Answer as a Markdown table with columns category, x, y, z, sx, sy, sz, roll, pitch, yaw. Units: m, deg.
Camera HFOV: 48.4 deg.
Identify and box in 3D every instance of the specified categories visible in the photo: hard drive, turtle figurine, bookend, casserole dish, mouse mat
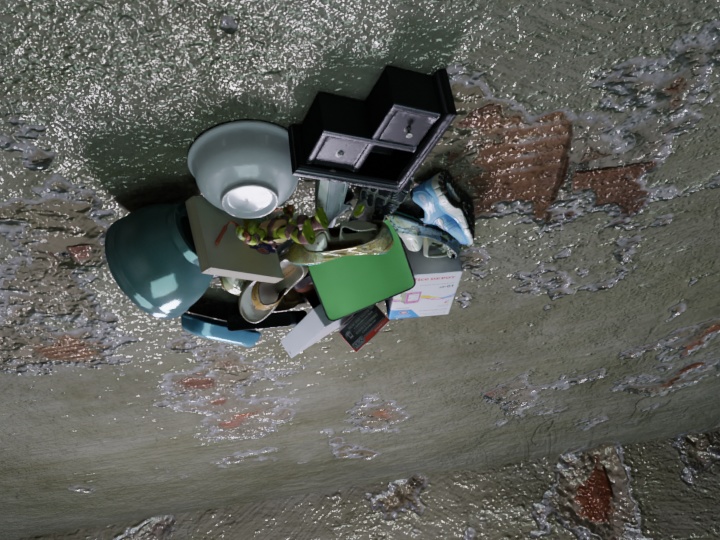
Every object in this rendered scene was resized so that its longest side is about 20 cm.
| category | x | y | z | sx | sy | sz | roll | pitch | yaw |
| --- | --- | --- | --- | --- | --- | --- | --- | --- | --- |
| hard drive | -0.200 | 0.109 | 1.752 | 0.137 | 0.034 | 0.200 | -5 | 177 | 6 |
| turtle figurine | -0.146 | -0.069 | 1.389 | 0.159 | 0.066 | 0.199 | 0 | -162 | 30 |
| bookend | 0.014 | -0.228 | 1.245 | 0.196 | 0.093 | 0.200 | 7 | 147 | -25 |
| casserole dish | -0.315 | 0.135 | 1.793 | 0.198 | 0.039 | 0.120 | 18 | 177 | -39 |
| mouse mat | 0.000 | 0.000 | 1.595 | 0.197 | 0.008 | 0.163 | -22 | 111 | -2 |

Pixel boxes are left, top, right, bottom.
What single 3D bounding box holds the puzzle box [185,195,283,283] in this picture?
| category | x | y | z | sx | sy | sz | roll | pitch | yaw |
| --- | --- | --- | --- | --- | --- | --- | --- | --- | --- |
| puzzle box | -0.218 | -0.050 | 1.411 | 0.025 | 0.135 | 0.199 | -26 | 160 | 27 |

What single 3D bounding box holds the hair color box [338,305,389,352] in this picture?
| category | x | y | z | sx | sy | sz | roll | pitch | yaw |
| --- | --- | --- | --- | --- | --- | --- | --- | --- | --- |
| hair color box | 0.007 | 0.120 | 1.770 | 0.101 | 0.061 | 0.200 | -43 | 179 | 0 |

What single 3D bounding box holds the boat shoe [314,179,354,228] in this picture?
| category | x | y | z | sx | sy | sz | roll | pitch | yaw |
| --- | --- | --- | --- | --- | --- | --- | --- | --- | --- |
| boat shoe | -0.045 | -0.128 | 1.431 | 0.070 | 0.071 | 0.202 | -3 | 149 | -7 |

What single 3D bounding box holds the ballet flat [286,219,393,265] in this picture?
| category | x | y | z | sx | sy | sz | roll | pitch | yaw |
| --- | --- | --- | --- | --- | --- | --- | --- | --- | --- |
| ballet flat | -0.041 | -0.056 | 1.416 | 0.196 | 0.072 | 0.071 | -6 | 152 | 8 |

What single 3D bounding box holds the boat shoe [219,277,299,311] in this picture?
| category | x | y | z | sx | sy | sz | roll | pitch | yaw |
| --- | --- | --- | --- | --- | --- | --- | --- | --- | --- |
| boat shoe | -0.198 | 0.032 | 1.668 | 0.198 | 0.074 | 0.062 | 18 | 144 | -40 |

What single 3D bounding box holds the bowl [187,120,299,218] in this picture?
| category | x | y | z | sx | sy | sz | roll | pitch | yaw |
| --- | --- | --- | --- | --- | --- | --- | --- | --- | --- |
| bowl | -0.187 | -0.150 | 1.333 | 0.197 | 0.092 | 0.202 | -6 | 152 | -3 |

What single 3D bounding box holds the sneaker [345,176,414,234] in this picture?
| category | x | y | z | sx | sy | sz | roll | pitch | yaw |
| --- | --- | --- | --- | --- | --- | --- | --- | --- | --- |
| sneaker | 0.029 | -0.131 | 1.449 | 0.077 | 0.080 | 0.201 | 33 | 121 | -8 |

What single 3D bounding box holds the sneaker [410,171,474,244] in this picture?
| category | x | y | z | sx | sy | sz | roll | pitch | yaw |
| --- | --- | --- | --- | --- | --- | --- | --- | --- | --- |
| sneaker | 0.158 | -0.114 | 1.525 | 0.089 | 0.080 | 0.200 | -12 | 144 | 28 |

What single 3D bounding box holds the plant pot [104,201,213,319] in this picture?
| category | x | y | z | sx | sy | sz | roll | pitch | yaw |
| --- | --- | --- | --- | --- | --- | --- | --- | --- | --- |
| plant pot | -0.324 | -0.035 | 1.397 | 0.133 | 0.203 | 0.199 | -30 | 145 | 24 |

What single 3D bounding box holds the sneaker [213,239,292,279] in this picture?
| category | x | y | z | sx | sy | sz | roll | pitch | yaw |
| --- | --- | --- | --- | --- | --- | --- | --- | --- | --- |
| sneaker | -0.231 | -0.041 | 1.550 | 0.196 | 0.061 | 0.105 | -9 | 154 | -12 |

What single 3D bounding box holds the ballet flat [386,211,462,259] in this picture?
| category | x | y | z | sx | sy | sz | roll | pitch | yaw |
| --- | --- | --- | --- | --- | --- | --- | --- | --- | --- |
| ballet flat | 0.128 | -0.063 | 1.581 | 0.198 | 0.075 | 0.074 | 14 | 144 | -34 |

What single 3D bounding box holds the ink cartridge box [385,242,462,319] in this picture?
| category | x | y | z | sx | sy | sz | roll | pitch | yaw |
| --- | --- | --- | --- | --- | --- | --- | --- | --- | --- |
| ink cartridge box | 0.130 | 0.020 | 1.726 | 0.142 | 0.086 | 0.201 | -5 | 150 | -6 |

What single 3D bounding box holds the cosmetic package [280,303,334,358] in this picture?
| category | x | y | z | sx | sy | sz | roll | pitch | yaw |
| --- | --- | --- | --- | --- | --- | --- | --- | --- | --- |
| cosmetic package | -0.074 | 0.105 | 1.741 | 0.150 | 0.052 | 0.200 | -34 | 174 | -36 |

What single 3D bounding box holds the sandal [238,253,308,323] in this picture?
| category | x | y | z | sx | sy | sz | roll | pitch | yaw |
| --- | --- | --- | --- | --- | --- | --- | --- | --- | --- |
| sandal | -0.178 | 0.040 | 1.585 | 0.080 | 0.054 | 0.200 | 39 | 122 | -18 |

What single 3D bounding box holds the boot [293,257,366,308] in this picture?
| category | x | y | z | sx | sy | sz | roll | pitch | yaw |
| --- | --- | --- | --- | --- | --- | --- | --- | --- | --- |
| boot | -0.047 | 0.018 | 1.698 | 0.186 | 0.069 | 0.200 | -28 | 155 | 5 |
